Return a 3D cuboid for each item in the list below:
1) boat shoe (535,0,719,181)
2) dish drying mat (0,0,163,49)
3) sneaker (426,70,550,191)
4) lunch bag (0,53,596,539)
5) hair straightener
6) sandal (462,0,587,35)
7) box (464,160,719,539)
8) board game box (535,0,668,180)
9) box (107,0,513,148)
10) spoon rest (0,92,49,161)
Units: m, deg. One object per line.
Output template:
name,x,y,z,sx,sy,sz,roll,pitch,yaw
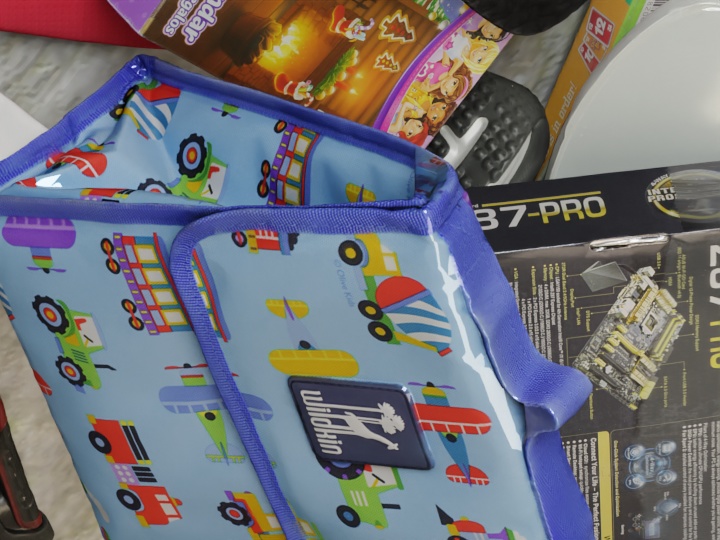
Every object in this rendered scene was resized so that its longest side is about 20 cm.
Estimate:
boat shoe,0.093,-0.025,0.991,0.071,0.064,0.200,21,122,-8
dish drying mat,-0.045,-0.106,0.907,0.200,0.018,0.077,1,129,-37
sneaker,0.000,0.000,1.014,0.200,0.074,0.080,-42,146,24
lunch bag,-0.007,0.026,0.828,0.094,0.200,0.151,-41,124,-34
hair straightener,-0.164,0.069,0.995,0.077,0.041,0.200,-25,145,-11
sandal,0.021,-0.128,0.836,0.075,0.045,0.200,-42,152,9
box,0.065,0.061,0.975,0.161,0.049,0.200,-6,125,1
board game box,0.109,-0.042,1.064,0.095,0.030,0.200,-4,130,-32
box,0.023,-0.138,0.882,0.137,0.039,0.200,26,106,-46
spoon rest,-0.126,-0.024,0.889,0.200,0.061,0.100,8,90,-44
